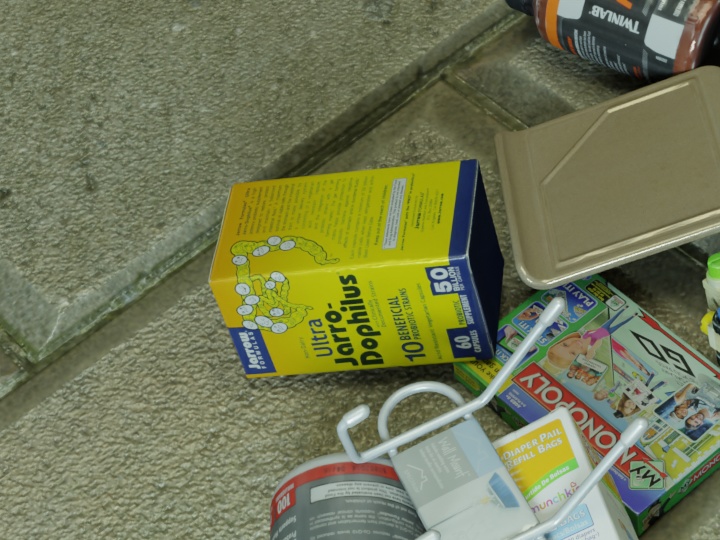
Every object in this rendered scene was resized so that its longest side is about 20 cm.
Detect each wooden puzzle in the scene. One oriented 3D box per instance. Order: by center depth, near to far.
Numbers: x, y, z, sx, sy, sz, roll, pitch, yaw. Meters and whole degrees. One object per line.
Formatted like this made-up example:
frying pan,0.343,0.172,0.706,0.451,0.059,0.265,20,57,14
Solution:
wooden puzzle,0.211,-0.071,1.555,0.198,0.037,0.186,-15,42,9

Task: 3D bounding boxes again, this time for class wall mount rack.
wall mount rack,0.087,0.115,1.290,0.173,0.075,0.201,-26,49,-6

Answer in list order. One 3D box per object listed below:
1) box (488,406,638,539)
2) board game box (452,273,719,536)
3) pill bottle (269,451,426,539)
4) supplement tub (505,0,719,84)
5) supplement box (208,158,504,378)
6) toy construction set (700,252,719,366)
box,0.134,0.211,1.313,0.112,0.101,0.201,-27,49,10
board game box,0.183,0.090,1.471,0.134,0.029,0.200,-36,53,-20
pill bottle,-0.003,0.232,1.325,0.115,0.116,0.201,-6,49,5
supplement tub,0.220,-0.223,1.678,0.199,0.107,0.107,25,58,27
supplement box,0.000,0.000,1.507,0.198,0.109,0.110,-5,43,15
toy construction set,0.324,0.029,1.440,0.131,0.093,0.200,-31,24,-19
